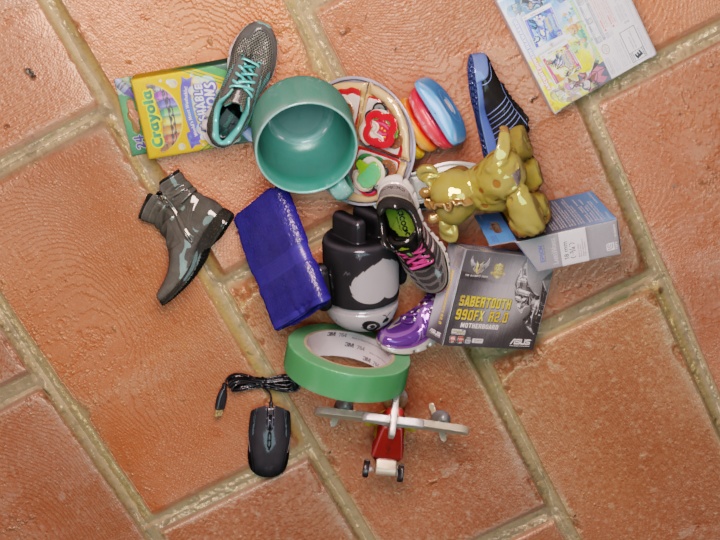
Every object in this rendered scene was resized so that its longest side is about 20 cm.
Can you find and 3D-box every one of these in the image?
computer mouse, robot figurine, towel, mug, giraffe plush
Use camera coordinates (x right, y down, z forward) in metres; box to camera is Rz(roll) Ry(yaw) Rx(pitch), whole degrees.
[{"bbox_3d":[-0.182,0.269,1.842,0.140,0.046,0.201,7,109,-8],"label":"computer mouse"},{"bbox_3d":[0.002,0.000,1.716,0.149,0.125,0.201,0,114,2],"label":"robot figurine"},{"bbox_3d":[-0.118,-0.020,1.675,0.148,0.049,0.201,-30,79,48],"label":"towel"},{"bbox_3d":[-0.085,-0.195,1.593,0.151,0.115,0.186,-4,129,-8],"label":"mug"},{"bbox_3d":[0.178,-0.118,1.618,0.162,0.200,0.173,-16,83,23],"label":"giraffe plush"}]

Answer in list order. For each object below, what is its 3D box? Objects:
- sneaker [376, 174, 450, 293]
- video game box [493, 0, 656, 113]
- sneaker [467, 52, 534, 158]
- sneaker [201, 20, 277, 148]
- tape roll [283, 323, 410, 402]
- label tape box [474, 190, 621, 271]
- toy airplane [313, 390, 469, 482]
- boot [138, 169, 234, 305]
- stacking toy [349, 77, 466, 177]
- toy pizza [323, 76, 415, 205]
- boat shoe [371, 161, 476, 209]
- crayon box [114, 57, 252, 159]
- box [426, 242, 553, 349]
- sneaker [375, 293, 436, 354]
[{"bbox_3d":[0.073,-0.041,1.625,0.073,0.088,0.201,-16,113,23],"label":"sneaker"},{"bbox_3d":[0.328,-0.373,1.654,0.182,0.047,0.200,-30,108,4],"label":"video game box"},{"bbox_3d":[0.219,-0.249,1.682,0.078,0.070,0.201,-16,116,-2],"label":"sneaker"},{"bbox_3d":[-0.172,-0.264,1.580,0.077,0.091,0.201,18,105,-13],"label":"sneaker"},{"bbox_3d":[-0.022,0.145,1.728,0.199,0.201,0.048,10,108,-7],"label":"tape roll"},{"bbox_3d":[0.293,-0.057,1.711,0.199,0.144,0.064,-12,112,1],"label":"label tape box"},{"bbox_3d":[0.051,0.248,1.802,0.199,0.142,0.200,-25,131,35],"label":"toy airplane"},{"bbox_3d":[-0.301,-0.054,1.722,0.130,0.068,0.200,35,106,-1],"label":"boot"},{"bbox_3d":[0.057,-0.201,1.675,0.200,0.110,0.116,-33,93,19],"label":"stacking toy"},{"bbox_3d":[-0.009,-0.195,1.650,0.199,0.032,0.201,10,111,26],"label":"toy pizza"},{"bbox_3d":[0.111,-0.134,1.715,0.199,0.060,0.076,-3,97,0],"label":"boat shoe"},{"bbox_3d":[-0.269,-0.246,1.654,0.199,0.052,0.126,-10,110,0],"label":"crayon box"},{"bbox_3d":[0.212,0.043,1.736,0.199,0.048,0.159,6,103,-35],"label":"box"},{"bbox_3d":[0.110,0.064,1.758,0.199,0.081,0.084,-29,130,-14],"label":"sneaker"}]
